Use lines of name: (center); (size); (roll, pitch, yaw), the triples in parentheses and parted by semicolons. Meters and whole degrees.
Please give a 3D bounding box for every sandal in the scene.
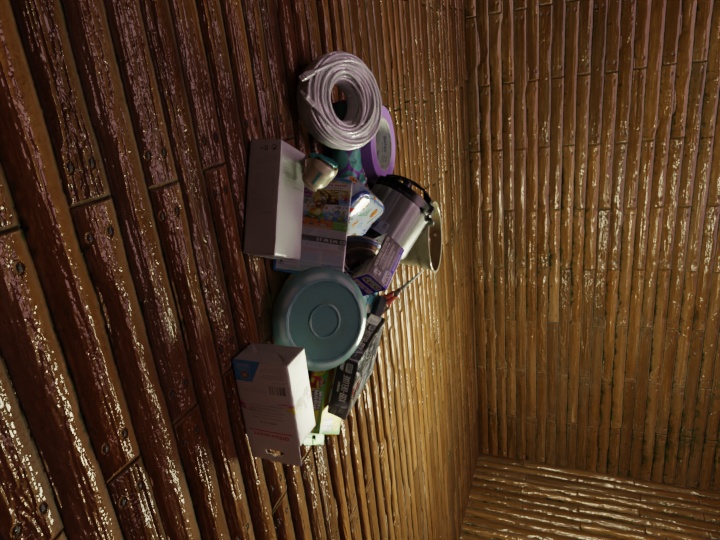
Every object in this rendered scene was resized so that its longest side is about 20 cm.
sandal: (0.033, 0.163, 1.399); (0.042, 0.076, 0.203); (29, 72, -15)

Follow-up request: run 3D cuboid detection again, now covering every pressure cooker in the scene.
pressure cooker: (0.089, -0.144, 1.352); (0.175, 0.178, 0.202); (35, 84, -28)

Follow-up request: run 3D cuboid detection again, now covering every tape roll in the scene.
tape roll: (0.036, -0.342, 1.426); (0.199, 0.064, 0.206); (2, 90, -69)

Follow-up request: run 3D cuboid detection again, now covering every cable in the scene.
cable: (-0.043, -0.360, 1.119); (0.200, 0.068, 0.202); (-48, 120, -28)

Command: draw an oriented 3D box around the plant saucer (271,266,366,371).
plant saucer: (-0.073, 0.096, 1.007); (0.195, 0.027, 0.206); (-2, 95, -23)

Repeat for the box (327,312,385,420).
box: (-0.007, 0.214, 1.197); (0.200, 0.049, 0.161); (-50, 155, -59)

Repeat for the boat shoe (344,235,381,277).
boat shoe: (-0.034, -0.020, 1.103); (0.071, 0.198, 0.074); (23, 66, -37)

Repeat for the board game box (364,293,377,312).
board game box: (-0.016, 0.087, 1.349); (0.152, 0.046, 0.203); (68, 32, -46)

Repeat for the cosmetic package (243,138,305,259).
cosmetic package: (-0.155, -0.125, 0.956); (0.101, 0.072, 0.206); (12, 82, -68)

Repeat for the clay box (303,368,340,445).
clay box: (-0.079, 0.300, 1.208); (0.115, 0.046, 0.205); (36, 58, -64)

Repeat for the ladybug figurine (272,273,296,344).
ladybug figurine: (-0.120, 0.098, 1.059); (0.135, 0.070, 0.205); (34, 60, -64)

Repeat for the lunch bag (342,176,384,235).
lunch bag: (-0.030, -0.119, 1.178); (0.160, 0.076, 0.200); (-47, 161, 7)

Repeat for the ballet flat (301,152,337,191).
ballet flat: (-0.080, -0.183, 0.980); (0.200, 0.068, 0.071); (-91, 178, -78)

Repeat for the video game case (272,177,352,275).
video game case: (-0.093, -0.092, 1.041); (0.018, 0.139, 0.205); (148, -52, -75)

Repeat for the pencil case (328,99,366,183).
pencil case: (-0.029, -0.293, 1.227); (0.085, 0.090, 0.206); (-174, -97, -74)

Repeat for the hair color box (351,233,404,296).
hair color box: (0.000, 0.000, 1.167); (0.064, 0.199, 0.111); (38, 60, -21)

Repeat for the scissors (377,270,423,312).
scissors: (0.105, 0.068, 1.499); (0.074, 0.197, 0.014); (60, 4, -31)

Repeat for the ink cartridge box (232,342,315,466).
ink cartridge box: (-0.150, 0.239, 0.937); (0.068, 0.112, 0.205); (-42, 130, -60)

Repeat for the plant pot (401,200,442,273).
plant pot: (0.132, -0.096, 1.520); (0.200, 0.179, 0.206); (0, 90, -71)
